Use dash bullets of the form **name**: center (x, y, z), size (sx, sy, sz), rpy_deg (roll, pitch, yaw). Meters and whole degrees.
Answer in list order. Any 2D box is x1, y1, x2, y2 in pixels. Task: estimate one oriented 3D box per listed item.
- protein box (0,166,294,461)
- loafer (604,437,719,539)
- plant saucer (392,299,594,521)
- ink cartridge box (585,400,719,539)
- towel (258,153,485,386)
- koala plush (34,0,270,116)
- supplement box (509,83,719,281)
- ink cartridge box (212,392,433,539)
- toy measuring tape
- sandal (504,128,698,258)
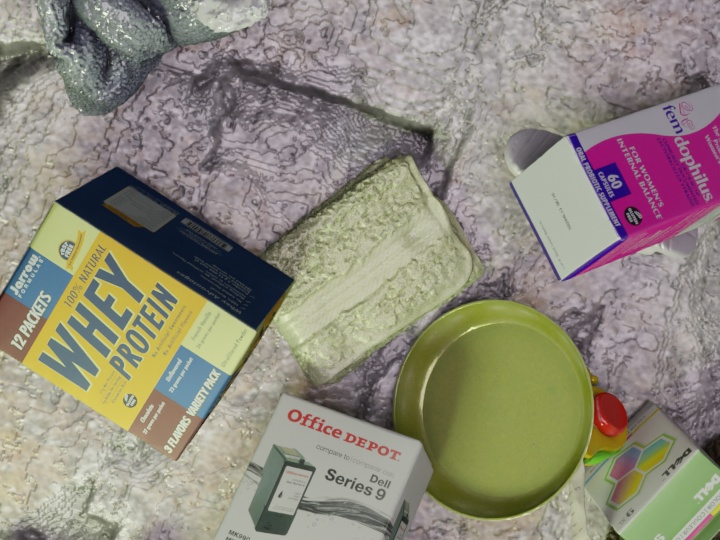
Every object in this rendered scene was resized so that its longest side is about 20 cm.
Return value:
- **protein box**: center (-0.186, 0.030, 1.500), size (0.198, 0.200, 0.135), rpy_deg (33, 104, 0)
- **loafer**: center (0.323, 0.223, 1.639), size (0.200, 0.076, 0.068), rpy_deg (-37, 106, 15)
- **plant saucer**: center (0.124, 0.127, 1.592), size (0.200, 0.031, 0.201), rpy_deg (-4, 82, 29)
- **ink cartridge box**: center (0.272, 0.199, 1.564), size (0.059, 0.200, 0.104), rpy_deg (42, 95, -15)
- **towel**: center (0.000, 0.000, 1.605), size (0.200, 0.036, 0.149), rpy_deg (-36, 98, 3)
- **koala plush**: center (-0.170, -0.237, 1.501), size (0.199, 0.177, 0.184), rpy_deg (-11, 111, -1)
- **supplement box**: center (0.249, -0.079, 1.517), size (0.200, 0.103, 0.101), rpy_deg (-20, 79, -33)
- **ink cartridge box**: center (-0.041, 0.228, 1.556), size (0.146, 0.084, 0.200), rpy_deg (18, 70, 17)
- **toy measuring tape**: center (0.214, 0.175, 1.591), size (0.073, 0.074, 0.200), rpy_deg (-1, 56, -2)
- **sandal**: center (0.213, -0.069, 1.590), size (0.206, 0.059, 0.079), rpy_deg (24, 62, -16)
